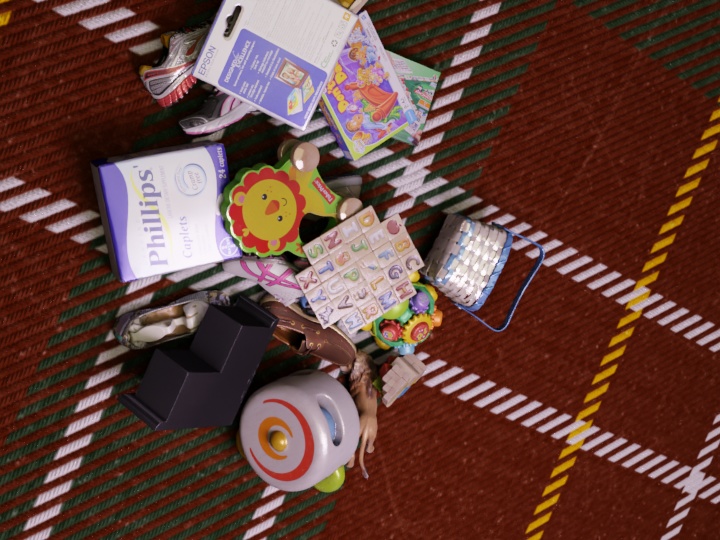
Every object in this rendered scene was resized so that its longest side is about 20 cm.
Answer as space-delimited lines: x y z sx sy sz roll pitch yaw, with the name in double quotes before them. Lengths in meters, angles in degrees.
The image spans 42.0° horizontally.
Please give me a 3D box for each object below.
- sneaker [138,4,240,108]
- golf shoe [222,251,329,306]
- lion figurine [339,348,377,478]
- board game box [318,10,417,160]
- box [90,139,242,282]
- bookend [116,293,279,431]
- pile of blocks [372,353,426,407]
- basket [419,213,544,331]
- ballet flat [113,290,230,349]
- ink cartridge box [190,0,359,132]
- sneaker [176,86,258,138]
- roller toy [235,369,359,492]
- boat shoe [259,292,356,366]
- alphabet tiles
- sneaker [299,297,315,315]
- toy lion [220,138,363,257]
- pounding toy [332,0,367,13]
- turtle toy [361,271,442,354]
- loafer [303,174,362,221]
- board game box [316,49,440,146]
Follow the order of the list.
"sneaker" -0.260 -0.348 1.445 0.082 0.078 0.201 44 82 -23
"golf shoe" -0.136 0.014 1.545 0.196 0.073 0.094 9 101 7
"lion figurine" 0.005 0.247 1.645 0.071 0.202 0.124 1 135 -16
"board game box" -0.008 -0.304 1.549 0.134 0.045 0.202 -34 112 -13
"box" -0.303 -0.095 1.465 0.197 0.105 0.187 -14 106 -20
"bookend" -0.252 0.140 1.480 0.199 0.091 0.201 10 107 -62
"pile of blocks" 0.059 0.187 1.662 0.062 0.200 0.082 43 101 11
"basket" 0.222 -0.007 1.689 0.198 0.139 0.178 30 90 -17
"ballet flat" -0.300 0.085 1.525 0.197 0.072 0.073 -16 107 -20
"ink cartridge box" -0.131 -0.346 1.433 0.198 0.047 0.200 25 100 -18
"sneaker" -0.209 -0.279 1.493 0.198 0.080 0.087 -30 100 -23
"roller toy" -0.107 0.266 1.568 0.139 0.198 0.185 -16 129 -59
"boat shoe" -0.095 0.116 1.607 0.199 0.072 0.068 33 43 -22
"alphabet tiles" 0.000 0.000 1.517 0.198 0.006 0.168 -31 105 -9
"sneaker" -0.019 0.017 1.641 0.197 0.071 0.084 -26 133 -19
"toy lion" -0.117 -0.095 1.482 0.192 0.068 0.200 -49 122 -10
"pounding toy" -0.027 -0.527 1.471 0.201 0.142 0.184 -49 115 -6
"turtle toy" 0.069 0.071 1.633 0.146 0.101 0.200 -45 138 0
"loafer" -0.084 -0.114 1.572 0.197 0.075 0.071 -12 102 -21
"board game box" 0.031 -0.308 1.605 0.197 0.029 0.137 16 94 -25
